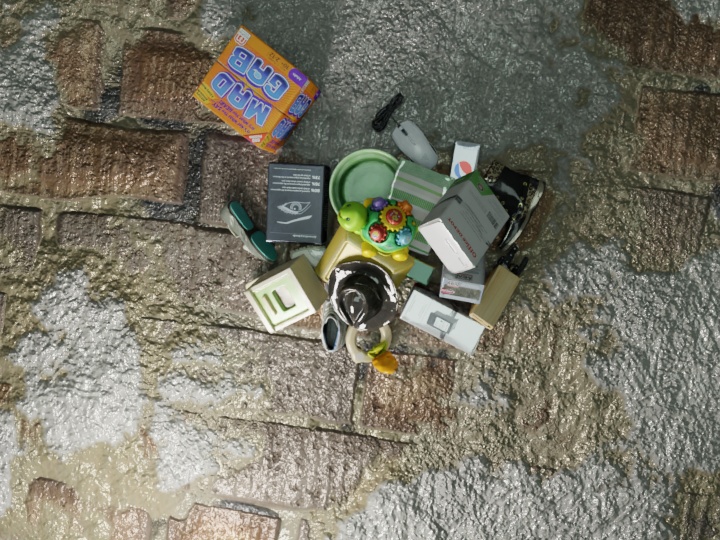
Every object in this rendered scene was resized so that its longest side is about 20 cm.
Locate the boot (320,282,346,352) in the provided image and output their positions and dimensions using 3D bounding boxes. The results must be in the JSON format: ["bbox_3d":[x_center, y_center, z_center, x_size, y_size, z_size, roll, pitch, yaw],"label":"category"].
[{"bbox_3d":[-0.064,0.109,1.740,0.073,0.096,0.202,-1,94,5],"label":"boot"}]

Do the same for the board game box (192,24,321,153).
[{"bbox_3d":[-0.244,-0.432,1.652,0.199,0.200,0.200,38,97,1],"label":"board game box"}]

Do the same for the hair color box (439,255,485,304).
[{"bbox_3d":[0.251,-0.011,1.649,0.098,0.201,0.061,10,127,4],"label":"hair color box"}]

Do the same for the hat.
[{"bbox_3d":[-0.004,0.079,1.609,0.199,0.081,0.202,10,124,15],"label":"hat"}]

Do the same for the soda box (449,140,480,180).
[{"bbox_3d":[0.251,-0.219,1.695,0.063,0.068,0.202,10,96,4],"label":"soda box"}]

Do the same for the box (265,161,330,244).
[{"bbox_3d":[-0.158,-0.170,1.718,0.147,0.104,0.202,4,96,4],"label":"box"}]

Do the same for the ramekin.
[{"bbox_3d":[0.025,-0.202,1.702,0.198,0.098,0.202,0,95,5],"label":"ramekin"}]

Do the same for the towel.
[{"bbox_3d":[0.133,-0.152,1.643,0.151,0.023,0.201,18,94,-14],"label":"towel"}]

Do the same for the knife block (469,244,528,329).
[{"bbox_3d":[0.344,0.032,1.653,0.064,0.200,0.176,33,111,3],"label":"knife block"}]

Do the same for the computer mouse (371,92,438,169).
[{"bbox_3d":[0.122,-0.338,1.707,0.110,0.044,0.200,-41,91,7],"label":"computer mouse"}]

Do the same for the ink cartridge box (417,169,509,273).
[{"bbox_3d":[0.242,-0.112,1.576,0.146,0.084,0.200,52,54,-15],"label":"ink cartridge box"}]

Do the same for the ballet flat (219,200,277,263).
[{"bbox_3d":[-0.293,-0.091,1.768,0.064,0.067,0.201,-36,91,35],"label":"ballet flat"}]

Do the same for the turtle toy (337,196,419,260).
[{"bbox_3d":[0.044,-0.109,1.547,0.198,0.101,0.147,6,71,-11],"label":"turtle toy"}]

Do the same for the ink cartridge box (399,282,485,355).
[{"bbox_3d":[0.205,0.118,1.692,0.199,0.145,0.084,27,97,2],"label":"ink cartridge box"}]

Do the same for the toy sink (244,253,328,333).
[{"bbox_3d":[-0.205,0.069,1.708,0.199,0.112,0.131,-25,102,24],"label":"toy sink"}]

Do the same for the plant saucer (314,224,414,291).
[{"bbox_3d":[0.000,0.000,1.638,0.199,0.049,0.200,33,127,0],"label":"plant saucer"}]

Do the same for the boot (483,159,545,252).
[{"bbox_3d":[0.354,-0.164,1.688,0.150,0.073,0.201,29,94,1],"label":"boot"}]

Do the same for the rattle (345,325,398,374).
[{"bbox_3d":[0.029,0.144,1.708,0.129,0.143,0.202,2,99,-4],"label":"rattle"}]

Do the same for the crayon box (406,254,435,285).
[{"bbox_3d":[0.084,-0.027,1.698,0.199,0.126,0.052,28,90,3],"label":"crayon box"}]

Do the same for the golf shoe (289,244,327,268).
[{"bbox_3d":[-0.086,-0.011,1.726,0.198,0.078,0.098,4,79,7],"label":"golf shoe"}]
